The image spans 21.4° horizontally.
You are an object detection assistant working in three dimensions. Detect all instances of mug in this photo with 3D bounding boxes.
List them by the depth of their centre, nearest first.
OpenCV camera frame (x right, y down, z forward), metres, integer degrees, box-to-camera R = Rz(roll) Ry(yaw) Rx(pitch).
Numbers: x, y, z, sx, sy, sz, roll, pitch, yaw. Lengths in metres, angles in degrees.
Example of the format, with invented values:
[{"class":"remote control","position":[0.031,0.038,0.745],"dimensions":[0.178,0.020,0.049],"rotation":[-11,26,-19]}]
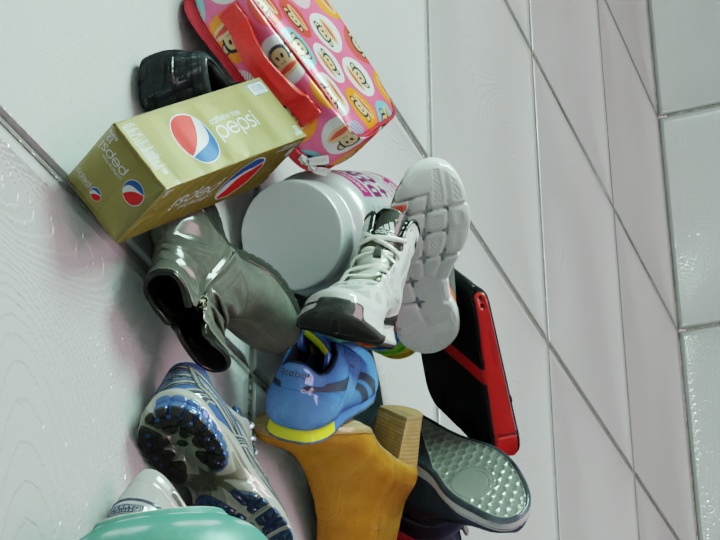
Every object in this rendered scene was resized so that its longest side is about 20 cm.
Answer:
[{"class":"mug","position":[-0.116,0.219,1.244],"dimensions":[0.185,0.151,0.115],"rotation":[15,63,-57]}]

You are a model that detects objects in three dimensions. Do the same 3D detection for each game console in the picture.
[{"class":"game console","position":[0.096,0.074,1.819],"dimensions":[0.200,0.031,0.178],"rotation":[-140,-142,-66]}]

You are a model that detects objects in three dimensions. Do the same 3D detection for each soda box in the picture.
[{"class":"soda box","position":[-0.128,-0.085,1.428],"dimensions":[0.064,0.068,0.200],"rotation":[51,32,8]}]

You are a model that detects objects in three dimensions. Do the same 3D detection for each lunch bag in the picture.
[{"class":"lunch bag","position":[-0.062,-0.183,1.663],"dimensions":[0.201,0.082,0.176],"rotation":[54,20,-2]}]

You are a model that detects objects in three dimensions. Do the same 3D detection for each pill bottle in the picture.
[{"class":"pill bottle","position":[-0.027,-0.034,1.717],"dimensions":[0.200,0.112,0.114],"rotation":[-8,87,-72]}]

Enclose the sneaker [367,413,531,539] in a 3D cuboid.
[{"class":"sneaker","position":[0.094,0.228,1.783],"dimensions":[0.077,0.202,0.147],"rotation":[-29,126,-26]}]

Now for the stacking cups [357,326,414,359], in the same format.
[{"class":"stacking cups","position":[0.010,0.049,1.769],"dimensions":[0.200,0.060,0.061],"rotation":[17,64,-74]}]

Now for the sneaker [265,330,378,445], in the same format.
[{"class":"sneaker","position":[-0.026,0.083,1.630],"dimensions":[0.200,0.065,0.079],"rotation":[-37,135,-68]}]

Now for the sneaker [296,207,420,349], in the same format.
[{"class":"sneaker","position":[0.000,0.000,1.570],"dimensions":[0.200,0.075,0.116],"rotation":[31,71,-81]}]

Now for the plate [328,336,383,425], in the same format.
[{"class":"plate","position":[-0.022,0.116,1.791],"dimensions":[0.200,0.025,0.202],"rotation":[-10,90,-72]}]

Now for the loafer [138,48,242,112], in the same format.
[{"class":"loafer","position":[-0.114,-0.123,1.578],"dimensions":[0.201,0.070,0.069],"rotation":[45,39,-59]}]

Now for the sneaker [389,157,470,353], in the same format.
[{"class":"sneaker","position":[0.054,-0.024,1.710],"dimensions":[0.082,0.076,0.201],"rotation":[-96,-173,-54]}]

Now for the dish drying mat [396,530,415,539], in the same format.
[{"class":"dish drying mat","position":[0.074,0.281,1.760],"dimensions":[0.018,0.199,0.077],"rotation":[-47,138,-19]}]

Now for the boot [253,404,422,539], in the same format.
[{"class":"boot","position":[-0.024,0.194,1.671],"dimensions":[0.200,0.071,0.145],"rotation":[3,103,-45]}]

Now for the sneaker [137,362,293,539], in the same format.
[{"class":"sneaker","position":[-0.101,0.150,1.464],"dimensions":[0.086,0.076,0.201],"rotation":[-84,156,-51]}]

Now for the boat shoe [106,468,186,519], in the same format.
[{"class":"boat shoe","position":[-0.122,0.231,1.368],"dimensions":[0.201,0.072,0.066],"rotation":[60,30,-25]}]

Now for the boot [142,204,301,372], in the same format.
[{"class":"boot","position":[-0.113,0.034,1.488],"dimensions":[0.200,0.067,0.131],"rotation":[52,24,-39]}]
